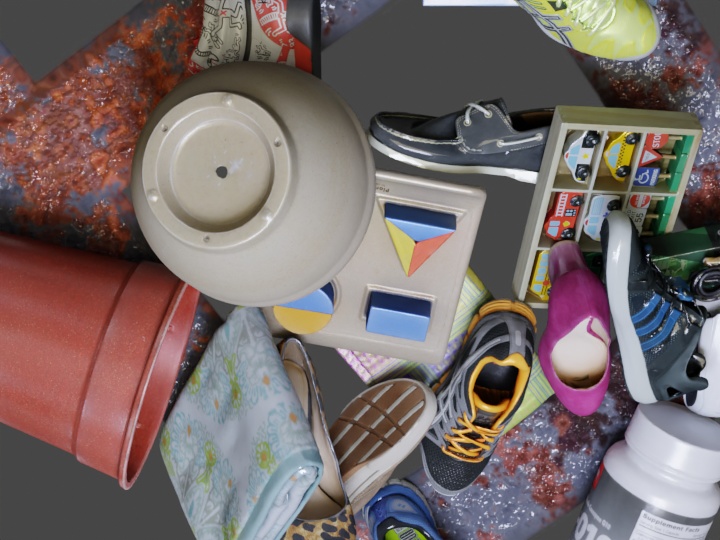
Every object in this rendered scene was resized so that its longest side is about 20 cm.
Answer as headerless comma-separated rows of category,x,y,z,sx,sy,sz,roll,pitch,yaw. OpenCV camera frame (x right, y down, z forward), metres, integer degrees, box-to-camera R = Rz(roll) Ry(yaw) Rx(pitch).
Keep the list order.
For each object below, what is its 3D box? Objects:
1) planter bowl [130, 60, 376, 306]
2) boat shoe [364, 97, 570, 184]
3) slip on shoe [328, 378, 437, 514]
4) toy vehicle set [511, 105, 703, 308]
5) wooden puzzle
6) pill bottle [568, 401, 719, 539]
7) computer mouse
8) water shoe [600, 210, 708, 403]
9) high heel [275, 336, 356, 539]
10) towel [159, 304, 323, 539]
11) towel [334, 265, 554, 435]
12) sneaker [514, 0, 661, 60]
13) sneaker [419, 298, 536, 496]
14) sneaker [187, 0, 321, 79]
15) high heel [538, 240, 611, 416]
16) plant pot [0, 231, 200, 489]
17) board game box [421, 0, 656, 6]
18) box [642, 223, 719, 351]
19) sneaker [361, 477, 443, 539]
planter bowl,-0.097,-0.074,1.347,0.198,0.135,0.202,-1,87,11
boat shoe,0.102,-0.120,1.465,0.198,0.072,0.068,5,119,-12
slip on shoe,0.003,0.174,1.567,0.060,0.076,0.200,23,117,-44
toy vehicle set,0.209,-0.050,1.474,0.123,0.027,0.201,1,130,-10
wooden puzzle,0.000,0.000,1.470,0.183,0.046,0.201,10,126,-5
pill bottle,0.261,0.227,1.572,0.113,0.114,0.202,18,108,-7
computer mouse,0.332,0.067,1.499,0.108,0.044,0.201,-5,131,-6
water shoe,0.249,0.025,1.433,0.078,0.072,0.201,-9,131,11
high heel,-0.046,0.161,1.483,0.071,0.201,0.144,-9,131,-18
towel,-0.108,0.154,1.490,0.048,0.172,0.200,-4,143,-35
towel,0.073,0.074,1.563,0.143,0.023,0.200,-38,107,11
sneaker,0.158,-0.227,1.389,0.199,0.077,0.076,29,107,-12
sneaker,0.102,0.124,1.524,0.078,0.077,0.201,12,119,-9
sneaker,-0.089,-0.146,1.462,0.107,0.067,0.203,4,114,8
high heel,0.196,0.075,1.494,0.067,0.096,0.201,-7,130,-3
plant pot,-0.260,0.062,1.474,0.194,0.201,0.202,18,109,1
board game box,0.150,-0.297,1.423,0.198,0.037,0.153,0,110,0
box,0.328,0.020,1.510,0.198,0.037,0.145,-12,131,0
sneaker,0.070,0.292,1.605,0.078,0.089,0.200,-38,106,13
